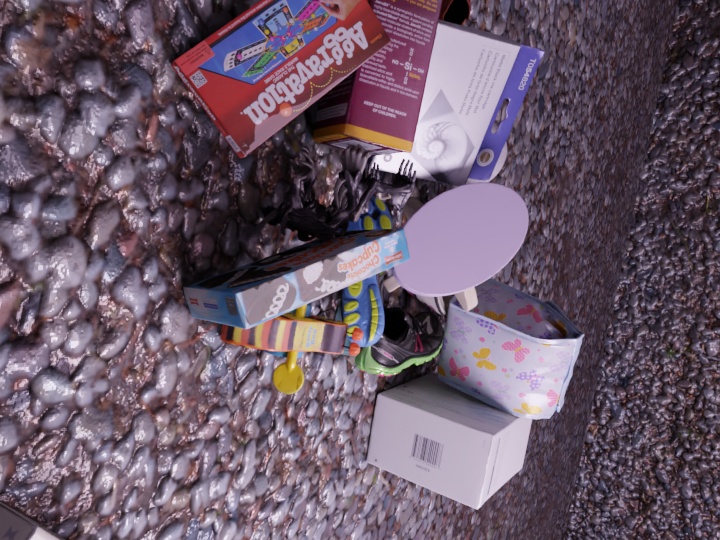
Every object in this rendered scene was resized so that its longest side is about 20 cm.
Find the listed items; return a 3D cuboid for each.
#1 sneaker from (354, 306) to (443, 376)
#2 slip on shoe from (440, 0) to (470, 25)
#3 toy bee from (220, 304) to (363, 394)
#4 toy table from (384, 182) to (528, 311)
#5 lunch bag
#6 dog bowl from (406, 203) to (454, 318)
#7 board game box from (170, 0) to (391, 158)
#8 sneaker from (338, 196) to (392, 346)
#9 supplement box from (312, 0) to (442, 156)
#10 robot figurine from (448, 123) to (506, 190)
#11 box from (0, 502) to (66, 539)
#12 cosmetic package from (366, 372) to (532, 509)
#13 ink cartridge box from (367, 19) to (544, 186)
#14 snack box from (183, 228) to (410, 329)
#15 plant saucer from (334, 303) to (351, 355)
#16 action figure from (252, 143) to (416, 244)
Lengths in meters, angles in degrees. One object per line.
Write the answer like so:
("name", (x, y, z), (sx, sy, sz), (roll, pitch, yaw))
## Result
("sneaker", (0.067, 0.092, 0.974), (0.200, 0.077, 0.084), (-20, 121, -57))
("slip on shoe", (0.135, -0.383, 0.957), (0.200, 0.061, 0.074), (-62, 144, -27))
("toy bee", (-0.057, 0.064, 0.761), (0.200, 0.108, 0.131), (-28, 123, -52))
("toy table", (0.124, -0.032, 0.917), (0.117, 0.199, 0.184), (135, -65, -78))
("lunch bag", (0.238, 0.125, 1.048), (0.127, 0.200, 0.170), (-37, 140, -43))
("dog bowl", (0.137, -0.026, 1.081), (0.200, 0.074, 0.201), (-30, 127, -51))
("board game box", (-0.068, -0.207, 0.630), (0.200, 0.019, 0.103), (-43, 111, -19))
("sneaker", (0.000, 0.000, 0.876), (0.083, 0.071, 0.200), (140, -47, -79))
("supplement box", (0.019, -0.237, 0.745), (0.085, 0.110, 0.201), (10, 93, -24))
("robot figurine", (0.150, -0.193, 1.000), (0.200, 0.113, 0.170), (13, 71, -60))
("box", (-0.253, 0.271, 0.539), (0.095, 0.078, 0.200), (-57, 144, -30))
("cosmetic package", (0.151, 0.265, 1.086), (0.200, 0.199, 0.123), (-3, 105, -59))
("ink cartridge box", (0.126, -0.209, 0.862), (0.199, 0.041, 0.200), (6, 121, -21))
("snack box", (-0.061, 0.002, 0.665), (0.200, 0.116, 0.037), (-22, 105, -35))
("plant saucer", (0.016, 0.096, 0.981), (0.200, 0.019, 0.070), (20, 83, -58))
("action figure", (-0.032, -0.089, 0.722), (0.200, 0.119, 0.102), (-21, 116, -48))
